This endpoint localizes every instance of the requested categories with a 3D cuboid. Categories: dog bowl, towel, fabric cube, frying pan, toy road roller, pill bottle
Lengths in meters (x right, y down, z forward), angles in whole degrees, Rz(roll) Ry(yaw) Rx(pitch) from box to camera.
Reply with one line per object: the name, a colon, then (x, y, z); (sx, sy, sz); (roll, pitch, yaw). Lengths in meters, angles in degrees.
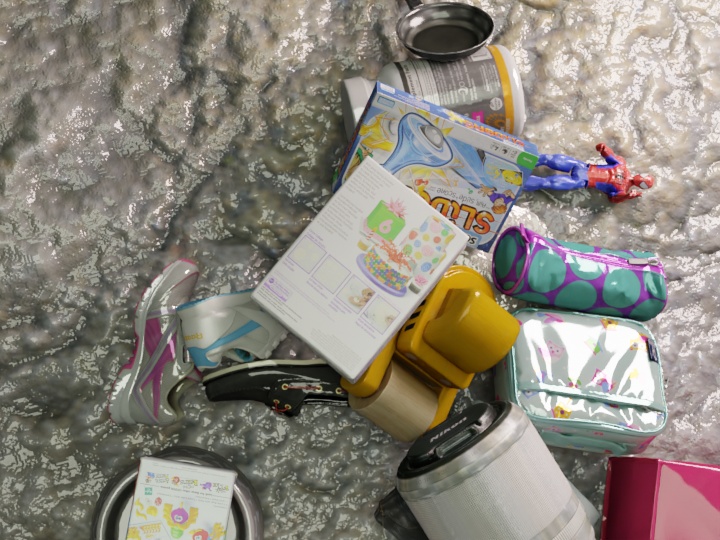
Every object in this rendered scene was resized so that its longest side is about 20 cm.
dog bowl: (-0.207, 0.297, 1.468); (0.199, 0.059, 0.201); (1, 84, -6)
towel: (0.115, -0.031, 1.551); (0.199, 0.034, 0.133); (17, 81, -3)
fabric cube: (0.387, 0.319, 1.455); (0.198, 0.196, 0.201); (8, 83, -5)
frying pan: (0.069, -0.290, 1.527); (0.190, 0.031, 0.115); (27, 50, 32)
toy road roller: (0.086, 0.088, 1.449); (0.123, 0.146, 0.201); (37, 69, -28)
pill bottle: (0.083, -0.192, 1.526); (0.199, 0.116, 0.117); (-11, 84, -6)

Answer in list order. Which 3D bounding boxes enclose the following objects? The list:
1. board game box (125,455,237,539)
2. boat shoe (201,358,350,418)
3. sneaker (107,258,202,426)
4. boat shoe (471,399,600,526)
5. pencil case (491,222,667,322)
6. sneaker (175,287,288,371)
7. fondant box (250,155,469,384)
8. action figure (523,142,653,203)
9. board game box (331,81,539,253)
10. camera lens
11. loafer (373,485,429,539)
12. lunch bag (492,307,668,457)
board game box: (-0.199, 0.305, 1.386); (0.104, 0.103, 0.201); (10, 82, -5)
boat shoe: (-0.080, 0.134, 1.491); (0.200, 0.074, 0.063); (-3, 75, -10)
sneaker: (-0.212, 0.088, 1.476); (0.088, 0.081, 0.201); (16, 90, 12)
boat shoe: (0.180, 0.247, 1.505); (0.091, 0.071, 0.200); (-44, 90, -10)
pencil case: (0.256, 0.003, 1.515); (0.199, 0.093, 0.085); (9, 45, -19)
sneaker: (-0.115, 0.059, 1.473); (0.199, 0.076, 0.081); (-12, 89, -37)
fondant box: (0.000, 0.000, 1.406); (0.144, 0.058, 0.200); (39, 84, 8)
action figure: (0.259, -0.118, 1.547); (0.199, 0.099, 0.066); (5, 84, -8)
board game box: (0.083, -0.115, 1.475); (0.199, 0.035, 0.136); (20, 118, -11)
camera lens: (0.145, 0.253, 1.396); (0.160, 0.160, 0.201); (-33, 95, -8)
loafer: (0.102, 0.320, 1.501); (0.200, 0.073, 0.072); (47, 120, -6)
lunch bag: (0.254, 0.129, 1.490); (0.199, 0.077, 0.161); (8, 52, -10)
